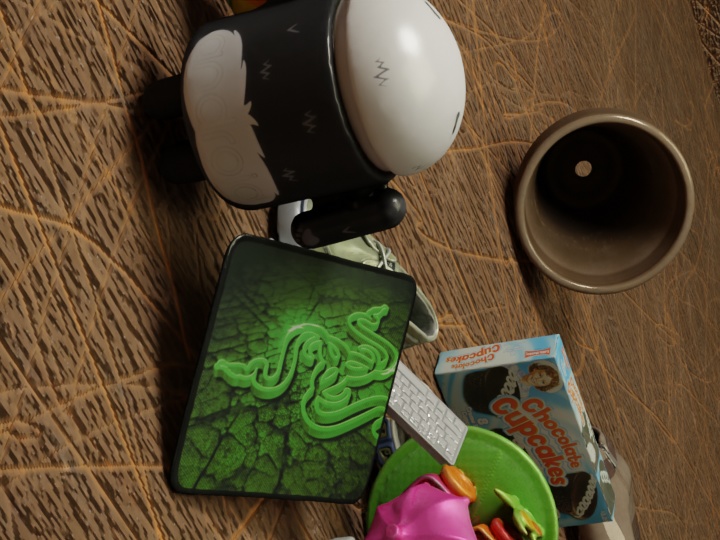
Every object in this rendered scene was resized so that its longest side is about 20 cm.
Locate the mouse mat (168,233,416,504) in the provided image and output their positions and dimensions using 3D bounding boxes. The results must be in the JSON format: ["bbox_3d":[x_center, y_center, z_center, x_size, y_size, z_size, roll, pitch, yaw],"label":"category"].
[{"bbox_3d":[-0.037,0.069,1.031,0.199,0.007,0.163,13,91,-53],"label":"mouse mat"}]

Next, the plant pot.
[{"bbox_3d":[0.263,-0.093,1.808,0.175,0.198,0.203,-90,164,-74],"label":"plant pot"}]

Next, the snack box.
[{"bbox_3d":[0.154,0.153,1.476,0.037,0.115,0.202,-70,144,-52],"label":"snack box"}]

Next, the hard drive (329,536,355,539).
[{"bbox_3d":[-0.034,0.271,1.066,0.200,0.026,0.134,-23,102,-68],"label":"hard drive"}]

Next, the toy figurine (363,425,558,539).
[{"bbox_3d":[0.070,0.213,1.124,0.200,0.150,0.184,47,12,9],"label":"toy figurine"}]

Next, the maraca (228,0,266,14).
[{"bbox_3d":[-0.036,-0.191,1.082,0.200,0.136,0.108,46,41,-20],"label":"maraca"}]

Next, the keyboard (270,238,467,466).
[{"bbox_3d":[-0.001,0.057,1.134,0.200,0.011,0.056,44,33,-6],"label":"keyboard"}]

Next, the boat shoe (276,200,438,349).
[{"bbox_3d":[0.000,0.000,1.222,0.200,0.061,0.073,49,37,-52],"label":"boat shoe"}]

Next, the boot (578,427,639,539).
[{"bbox_3d":[0.258,0.275,1.757,0.147,0.069,0.201,64,25,-21],"label":"boot"}]

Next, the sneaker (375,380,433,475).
[{"bbox_3d":[0.054,0.184,1.268,0.088,0.074,0.203,7,79,-77],"label":"sneaker"}]

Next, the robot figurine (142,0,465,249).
[{"bbox_3d":[-0.032,-0.107,0.998,0.151,0.198,0.126,57,30,-44],"label":"robot figurine"}]
